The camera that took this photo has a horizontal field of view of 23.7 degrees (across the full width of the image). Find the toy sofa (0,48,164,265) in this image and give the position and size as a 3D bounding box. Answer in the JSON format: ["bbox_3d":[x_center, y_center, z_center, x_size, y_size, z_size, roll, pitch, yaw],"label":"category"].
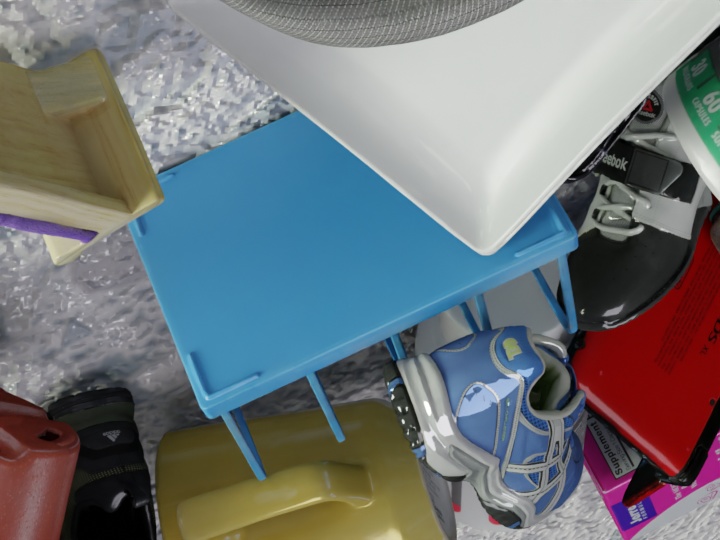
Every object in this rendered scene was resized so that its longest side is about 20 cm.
[{"bbox_3d":[-0.175,-0.050,0.713,0.097,0.083,0.200,-29,167,16],"label":"toy sofa"}]

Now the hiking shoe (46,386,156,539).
[{"bbox_3d":[-0.168,0.164,1.033,0.075,0.101,0.200,-8,141,-23],"label":"hiking shoe"}]

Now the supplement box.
[{"bbox_3d":[0.244,0.090,1.202,0.199,0.104,0.101,-27,146,4],"label":"supplement box"}]

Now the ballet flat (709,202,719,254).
[{"bbox_3d":[0.278,-0.060,0.948,0.068,0.067,0.200,2,139,-40],"label":"ballet flat"}]

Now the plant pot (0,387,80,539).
[{"bbox_3d":[-0.241,0.155,0.871,0.200,0.200,0.196,15,95,-43],"label":"plant pot"}]

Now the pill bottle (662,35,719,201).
[{"bbox_3d":[0.258,-0.108,0.839,0.200,0.113,0.113,-39,143,25],"label":"pill bottle"}]

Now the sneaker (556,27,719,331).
[{"bbox_3d":[0.160,-0.062,0.950,0.200,0.074,0.089,-55,132,-15],"label":"sneaker"}]

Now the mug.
[{"bbox_3d":[-0.027,0.154,1.018,0.152,0.187,0.150,-17,106,9],"label":"mug"}]

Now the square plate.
[{"bbox_3d":[0.042,-0.131,0.765,0.200,0.028,0.198,38,124,-7],"label":"square plate"}]

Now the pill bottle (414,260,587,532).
[{"bbox_3d":[0.089,0.069,1.067,0.110,0.111,0.200,-18,144,-11],"label":"pill bottle"}]

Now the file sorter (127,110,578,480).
[{"bbox_3d":[0.000,0.000,0.904,0.199,0.139,0.123,-25,149,-2],"label":"file sorter"}]

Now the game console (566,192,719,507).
[{"bbox_3d":[0.191,0.028,1.071,0.172,0.118,0.201,39,70,-26],"label":"game console"}]

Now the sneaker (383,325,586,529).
[{"bbox_3d":[0.086,0.081,0.885,0.077,0.076,0.200,-28,156,14],"label":"sneaker"}]

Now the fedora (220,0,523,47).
[{"bbox_3d":[0.005,-0.184,0.673,0.199,0.090,0.178,-16,114,18],"label":"fedora"}]

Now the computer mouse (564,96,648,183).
[{"bbox_3d":[0.133,-0.117,0.787,0.058,0.034,0.201,-5,133,-29],"label":"computer mouse"}]
